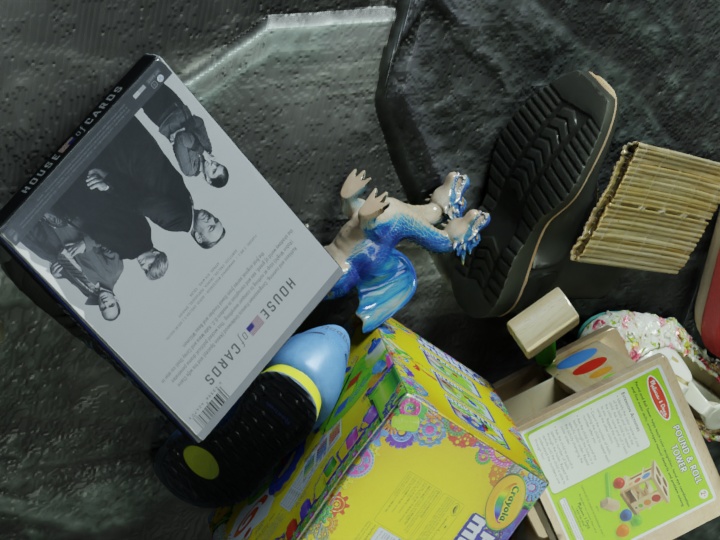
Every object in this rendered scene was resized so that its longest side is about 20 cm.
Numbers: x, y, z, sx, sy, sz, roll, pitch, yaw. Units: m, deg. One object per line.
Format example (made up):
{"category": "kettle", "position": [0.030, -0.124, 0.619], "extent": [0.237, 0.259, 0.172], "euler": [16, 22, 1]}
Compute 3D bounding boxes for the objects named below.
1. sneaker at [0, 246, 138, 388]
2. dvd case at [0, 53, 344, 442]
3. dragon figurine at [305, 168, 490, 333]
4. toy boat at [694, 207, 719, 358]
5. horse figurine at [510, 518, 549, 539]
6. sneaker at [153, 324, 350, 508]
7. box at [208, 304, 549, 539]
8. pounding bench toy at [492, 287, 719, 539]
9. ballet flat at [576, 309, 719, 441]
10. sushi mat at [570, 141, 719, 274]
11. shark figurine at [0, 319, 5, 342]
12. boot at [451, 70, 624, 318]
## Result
{"category": "sneaker", "position": [-0.149, 0.025, 1.428], "extent": [0.073, 0.082, 0.200], "euler": [-45, 135, 9]}
{"category": "dvd case", "position": [-0.117, -0.012, 1.389], "extent": [0.150, 0.025, 0.200], "euler": [-49, 120, -15]}
{"category": "dragon figurine", "position": [0.000, 0.000, 1.517], "extent": [0.200, 0.059, 0.099], "euler": [-45, 131, -2]}
{"category": "toy boat", "position": [0.344, 0.003, 1.701], "extent": [0.130, 0.131, 0.201], "euler": [-13, 131, -25]}
{"category": "horse figurine", "position": [0.161, 0.226, 1.787], "extent": [0.050, 0.133, 0.200], "euler": [-27, 149, -16]}
{"category": "sneaker", "position": [-0.070, 0.100, 1.529], "extent": [0.200, 0.066, 0.079], "euler": [-41, -171, 45]}
{"category": "box", "position": [0.005, 0.157, 1.515], "extent": [0.122, 0.193, 0.200], "euler": [32, 101, -17]}
{"category": "pounding bench toy", "position": [0.157, 0.097, 1.631], "extent": [0.124, 0.156, 0.201], "euler": [-26, 102, -5]}
{"category": "ballet flat", "position": [0.250, 0.085, 1.756], "extent": [0.199, 0.064, 0.076], "euler": [25, 110, -43]}
{"category": "sushi mat", "position": [0.214, -0.043, 1.609], "extent": [0.200, 0.012, 0.096], "euler": [6, 114, -61]}
{"category": "shark figurine", "position": [-0.283, 0.098, 1.393], "extent": [0.089, 0.128, 0.216], "euler": [8, 96, 8]}
{"category": "boot", "position": [0.159, -0.056, 1.584], "extent": [0.138, 0.078, 0.200], "euler": [-3, 137, -39]}
